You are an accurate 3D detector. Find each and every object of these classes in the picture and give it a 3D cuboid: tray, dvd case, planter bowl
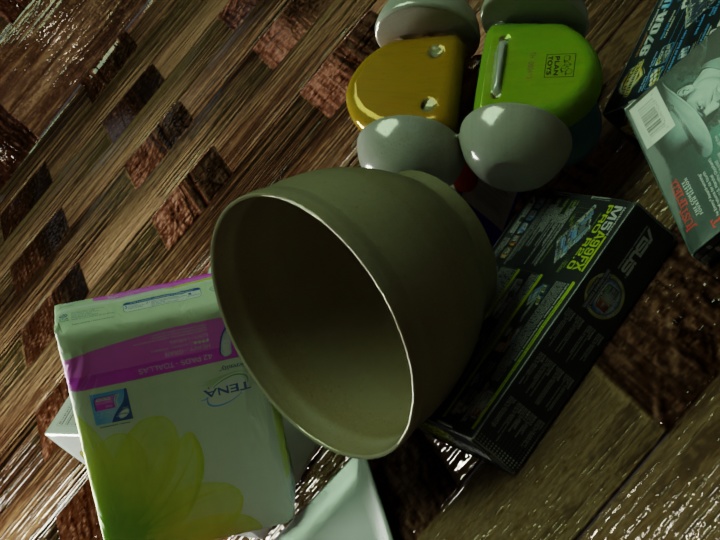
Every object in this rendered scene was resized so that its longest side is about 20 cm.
[{"bbox_3d":[-0.013,0.212,1.336,0.108,0.022,0.200,-48,20,11],"label":"tray"},{"bbox_3d":[0.271,-0.117,1.222,0.200,0.022,0.147,-41,44,24],"label":"dvd case"},{"bbox_3d":[0.010,0.012,1.301,0.134,0.202,0.200,-31,7,-34],"label":"planter bowl"}]

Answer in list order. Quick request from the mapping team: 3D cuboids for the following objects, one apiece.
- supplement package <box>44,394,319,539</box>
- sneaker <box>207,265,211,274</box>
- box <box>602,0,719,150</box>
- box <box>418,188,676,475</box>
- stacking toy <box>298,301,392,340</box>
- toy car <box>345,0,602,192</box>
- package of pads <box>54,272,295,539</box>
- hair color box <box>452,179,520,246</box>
[{"bbox_3d":[-0.140,0.119,1.579,0.151,0.151,0.200,-58,21,-18],"label":"supplement package"},{"bbox_3d":[-0.067,0.001,1.654,0.080,0.071,0.200,-31,-6,25],"label":"sneaker"},{"bbox_3d":[0.277,-0.194,1.378,0.159,0.046,0.201,-18,38,56],"label":"box"},{"bbox_3d":[0.117,0.037,1.327,0.201,0.044,0.160,-55,21,-8],"label":"box"},{"bbox_3d":[0.000,0.000,1.476,0.116,0.109,0.201,114,172,-54],"label":"stacking toy"},{"bbox_3d":[0.096,-0.122,1.426,0.198,0.150,0.176,-5,57,24],"label":"toy car"},{"bbox_3d":[-0.136,0.109,1.411,0.153,0.202,0.068,-12,20,-6],"label":"package of pads"},{"bbox_3d":[0.049,-0.043,1.586,0.199,0.065,0.110,-28,31,50],"label":"hair color box"}]
